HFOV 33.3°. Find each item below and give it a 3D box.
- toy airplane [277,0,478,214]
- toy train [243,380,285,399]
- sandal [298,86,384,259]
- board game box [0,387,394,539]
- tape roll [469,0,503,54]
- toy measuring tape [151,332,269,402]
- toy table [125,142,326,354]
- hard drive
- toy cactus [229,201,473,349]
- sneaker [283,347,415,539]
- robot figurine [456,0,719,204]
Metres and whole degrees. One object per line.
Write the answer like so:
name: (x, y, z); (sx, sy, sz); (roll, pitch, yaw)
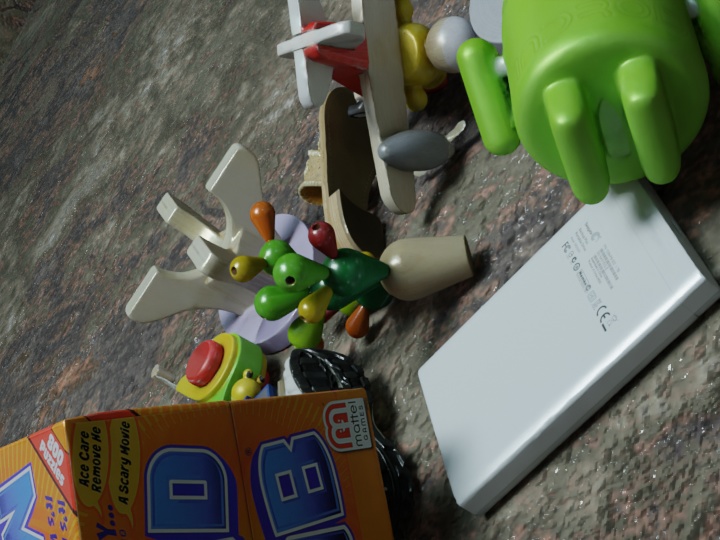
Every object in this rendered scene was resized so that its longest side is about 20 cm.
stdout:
toy airplane: (0.024, -0.177, 0.966); (0.140, 0.201, 0.200); (-6, 42, 20)
toy train: (-0.117, 0.158, 0.999); (0.200, 0.046, 0.034); (-46, 29, 23)
sandal: (-0.028, -0.075, 1.063); (0.069, 0.077, 0.213); (-34, 40, 28)
board game box: (-0.113, 0.193, 0.706); (0.199, 0.199, 0.201); (-24, 73, 48)
tape roll: (0.174, -0.239, 0.909); (0.200, 0.066, 0.201); (-39, 32, 31)
toy measuring tape: (-0.132, 0.086, 1.077); (0.200, 0.073, 0.074); (10, 70, 61)
toy table: (-0.120, -0.011, 1.107); (0.185, 0.117, 0.200); (-61, 28, -6)
hard drive: (0.120, 0.041, 0.745); (0.200, 0.027, 0.132); (-46, 29, 20)
toy cactus: (0.000, 0.000, 0.892); (0.164, 0.200, 0.103); (-13, 69, 10)
sneaker: (-0.016, 0.142, 0.837); (0.201, 0.073, 0.080); (-109, 32, -53)
robot figurine: (0.147, -0.134, 0.742); (0.174, 0.116, 0.201); (-17, 42, 17)
